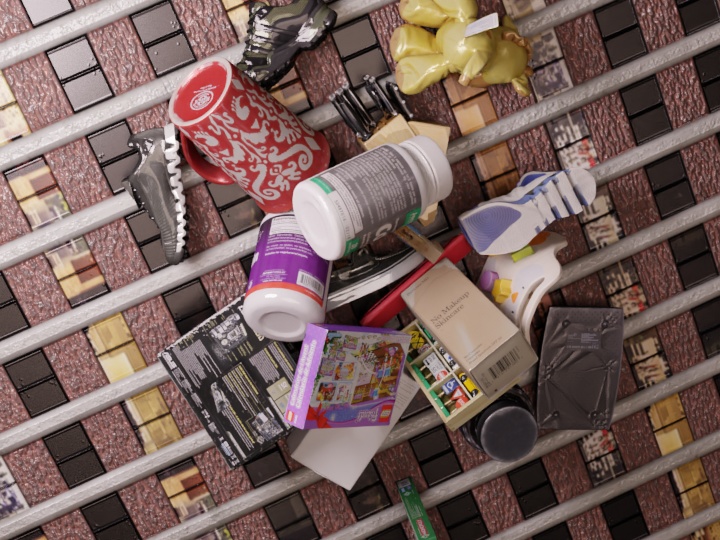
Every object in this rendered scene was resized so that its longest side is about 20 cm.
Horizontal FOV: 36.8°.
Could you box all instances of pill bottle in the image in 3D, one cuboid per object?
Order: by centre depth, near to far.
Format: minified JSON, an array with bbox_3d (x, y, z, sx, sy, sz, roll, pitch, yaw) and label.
[{"bbox_3d":[0.019,-0.103,1.453,0.199,0.113,0.114,-27,107,-24],"label":"pill bottle"},{"bbox_3d":[-0.094,-0.009,1.503,0.112,0.201,0.113,5,145,4],"label":"pill bottle"},{"bbox_3d":[0.192,0.205,1.600,0.111,0.200,0.112,-2,104,-9],"label":"pill bottle"}]

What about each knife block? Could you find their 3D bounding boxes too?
[{"bbox_3d":[0.034,-0.174,1.555,0.175,0.064,0.201,6,102,-11],"label":"knife block"}]

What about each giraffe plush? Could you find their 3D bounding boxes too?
[{"bbox_3d":[0.162,-0.313,1.510,0.162,0.200,0.173,10,92,-45],"label":"giraffe plush"}]

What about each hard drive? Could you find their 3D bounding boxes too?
[{"bbox_3d":[0.339,0.150,1.695,0.134,0.042,0.201,1,103,-10],"label":"hard drive"}]

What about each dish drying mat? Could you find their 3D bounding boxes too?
[{"bbox_3d":[0.082,0.020,1.609,0.200,0.077,0.018,-42,69,1],"label":"dish drying mat"}]

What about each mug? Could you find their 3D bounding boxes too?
[{"bbox_3d":[-0.166,-0.170,1.449,0.177,0.134,0.200,-35,137,15],"label":"mug"}]

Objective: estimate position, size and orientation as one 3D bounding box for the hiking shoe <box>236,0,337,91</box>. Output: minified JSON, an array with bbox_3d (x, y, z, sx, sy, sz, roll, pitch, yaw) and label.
[{"bbox_3d":[-0.131,-0.317,1.497,0.200,0.076,0.101,-40,89,-1],"label":"hiking shoe"}]

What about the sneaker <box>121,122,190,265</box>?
[{"bbox_3d":[-0.287,-0.106,1.516,0.090,0.066,0.201,-4,100,-6],"label":"sneaker"}]

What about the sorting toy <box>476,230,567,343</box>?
[{"bbox_3d":[0.237,0.039,1.580,0.106,0.180,0.201,20,99,-14],"label":"sorting toy"}]

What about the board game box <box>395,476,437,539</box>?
[{"bbox_3d":[0.102,0.414,1.634,0.029,0.200,0.135,-19,105,-3],"label":"board game box"}]

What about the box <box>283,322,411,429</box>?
[{"bbox_3d":[-0.014,0.146,1.492,0.200,0.039,0.137,9,97,-53],"label":"box"}]

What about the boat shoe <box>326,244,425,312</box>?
[{"bbox_3d":[0.000,0.000,1.585,0.199,0.072,0.071,-26,91,-11],"label":"boat shoe"}]

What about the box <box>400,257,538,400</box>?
[{"bbox_3d":[0.150,0.078,1.525,0.095,0.200,0.078,-40,132,-3],"label":"box"}]

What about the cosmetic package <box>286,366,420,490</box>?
[{"bbox_3d":[-0.012,0.214,1.631,0.113,0.081,0.200,34,96,-15],"label":"cosmetic package"}]

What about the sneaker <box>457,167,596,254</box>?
[{"bbox_3d":[0.240,-0.090,1.585,0.199,0.115,0.081,-25,100,0],"label":"sneaker"}]

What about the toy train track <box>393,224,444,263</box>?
[{"bbox_3d":[0.039,-0.085,1.571,0.200,0.033,0.115,38,126,5],"label":"toy train track"}]

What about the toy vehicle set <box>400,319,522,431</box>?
[{"bbox_3d":[0.134,0.129,1.575,0.124,0.200,0.027,-38,130,2],"label":"toy vehicle set"}]

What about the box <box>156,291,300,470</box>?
[{"bbox_3d":[-0.165,0.155,1.551,0.163,0.086,0.200,-35,87,4],"label":"box"}]
